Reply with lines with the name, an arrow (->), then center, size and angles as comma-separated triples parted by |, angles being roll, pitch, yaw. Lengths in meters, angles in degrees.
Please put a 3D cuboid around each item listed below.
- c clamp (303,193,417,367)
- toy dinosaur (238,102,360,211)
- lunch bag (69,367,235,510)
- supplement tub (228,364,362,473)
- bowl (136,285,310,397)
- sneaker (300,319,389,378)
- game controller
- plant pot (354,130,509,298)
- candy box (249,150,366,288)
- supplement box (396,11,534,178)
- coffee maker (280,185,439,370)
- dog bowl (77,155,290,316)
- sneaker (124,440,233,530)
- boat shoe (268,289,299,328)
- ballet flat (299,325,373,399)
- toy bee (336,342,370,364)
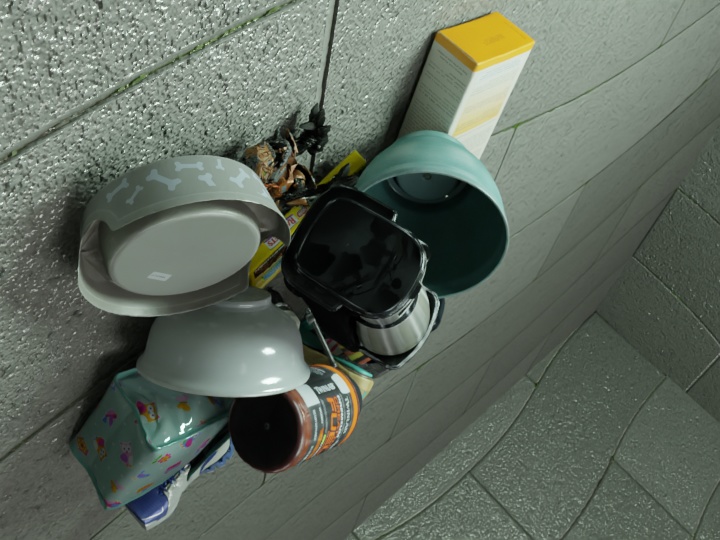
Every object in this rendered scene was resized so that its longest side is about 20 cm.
c clamp -> 0.000, 0.000, 1.105 | 0.198, 0.172, 0.027 | -33, -176, -7
toy dinosaur -> -0.086, -0.102, 0.885 | 0.134, 0.104, 0.200 | -25, -167, -13
lunch bag -> -0.226, 0.184, 1.032 | 0.199, 0.123, 0.171 | -16, 156, -49
supplement tub -> -0.067, 0.172, 1.024 | 0.108, 0.107, 0.199 | -53, 162, 17
bowl -> -0.150, 0.068, 0.950 | 0.200, 0.198, 0.092 | -10, 109, -58
sneaker -> -0.035, 0.116, 1.291 | 0.197, 0.122, 0.084 | -17, 130, 0
game controller -> 0.060, 0.061, 1.145 | 0.200, 0.042, 0.105 | -40, -158, 56
plant pot -> 0.080, -0.084, 1.025 | 0.202, 0.197, 0.136 | 112, -10, -45
candy box -> -0.071, -0.054, 1.024 | 0.200, 0.026, 0.102 | -45, 173, -15
supplement box -> 0.127, -0.217, 1.082 | 0.125, 0.073, 0.202 | -29, 153, -39
coffee maker -> -0.017, 0.010, 0.893 | 0.200, 0.188, 0.137 | 67, 31, -68
dog bowl -> -0.166, -0.031, 0.778 | 0.197, 0.059, 0.201 | -17, 155, -8
sneaker -> -0.259, 0.266, 1.215 | 0.199, 0.080, 0.116 | -39, 156, -40
boat shoe -> -0.148, 0.115, 1.168 | 0.073, 0.061, 0.202 | -1, 132, -36
ballet flat -> -0.062, 0.132, 1.181 | 0.068, 0.199, 0.064 | 25, 93, -43
toy bee -> -0.024, 0.027, 1.182 | 0.108, 0.201, 0.131 | 26, 118, -30
